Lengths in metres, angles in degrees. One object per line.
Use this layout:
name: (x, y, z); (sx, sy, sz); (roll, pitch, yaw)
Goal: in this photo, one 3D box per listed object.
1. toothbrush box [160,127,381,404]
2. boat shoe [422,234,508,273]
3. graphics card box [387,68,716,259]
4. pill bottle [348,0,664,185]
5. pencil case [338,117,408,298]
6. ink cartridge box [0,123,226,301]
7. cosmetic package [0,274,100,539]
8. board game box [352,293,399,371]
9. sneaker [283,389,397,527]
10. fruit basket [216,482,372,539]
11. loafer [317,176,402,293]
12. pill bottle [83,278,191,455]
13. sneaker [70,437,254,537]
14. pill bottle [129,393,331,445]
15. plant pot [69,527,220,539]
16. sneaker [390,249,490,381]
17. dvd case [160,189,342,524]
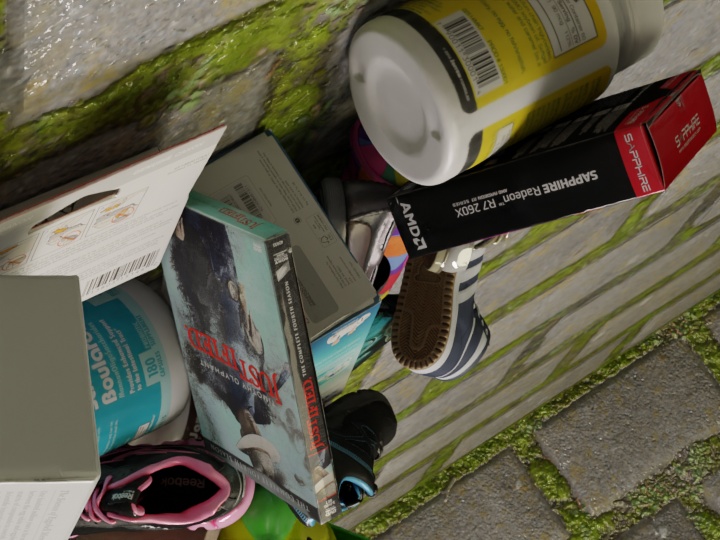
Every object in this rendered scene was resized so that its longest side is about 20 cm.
toothbrush box: (-0.070, 0.017, 1.139); (0.085, 0.147, 0.200); (-29, 166, -18)
boat shoe: (0.092, -0.056, 1.255); (0.201, 0.068, 0.075); (-76, -174, -59)
graphics card box: (0.129, -0.071, 1.080); (0.198, 0.051, 0.125); (-14, -165, 33)
pill bottle: (0.100, -0.147, 1.066); (0.199, 0.115, 0.115); (-28, 165, -26)
pencil case: (0.010, -0.049, 1.249); (0.088, 0.089, 0.200); (-28, 165, -26)
ink cartridge box: (-0.189, -0.021, 0.940); (0.199, 0.045, 0.176); (-27, 164, -33)
cosmetic package: (-0.259, 0.098, 0.868); (0.197, 0.124, 0.200); (2, 151, -22)
board game box: (-0.045, 0.090, 1.439); (0.199, 0.028, 0.135); (-39, 166, 16)
sneaker: (-0.020, 0.143, 1.198); (0.073, 0.082, 0.199); (-41, 166, 22)
fruit basket: (-0.050, 0.250, 1.234); (0.216, 0.154, 0.218); (-158, -90, -88)
loafer: (0.000, 0.000, 1.184); (0.062, 0.073, 0.201); (-6, 150, -5)
pill bottle: (-0.219, 0.085, 1.079); (0.199, 0.111, 0.111); (-24, 163, -40)
sneaker: (-0.174, 0.154, 1.122); (0.197, 0.080, 0.095); (-5, 180, -2)
pill bottle: (-0.126, 0.113, 1.268); (0.198, 0.110, 0.109); (13, 136, -38)
plant pot: (-0.179, 0.267, 1.257); (0.133, 0.203, 0.200); (6, 169, 8)
sneaker: (0.085, 0.002, 1.426); (0.108, 0.069, 0.202); (37, 67, -63)
dvd case: (-0.076, 0.051, 1.034); (0.022, 0.145, 0.202); (-26, 120, -29)
